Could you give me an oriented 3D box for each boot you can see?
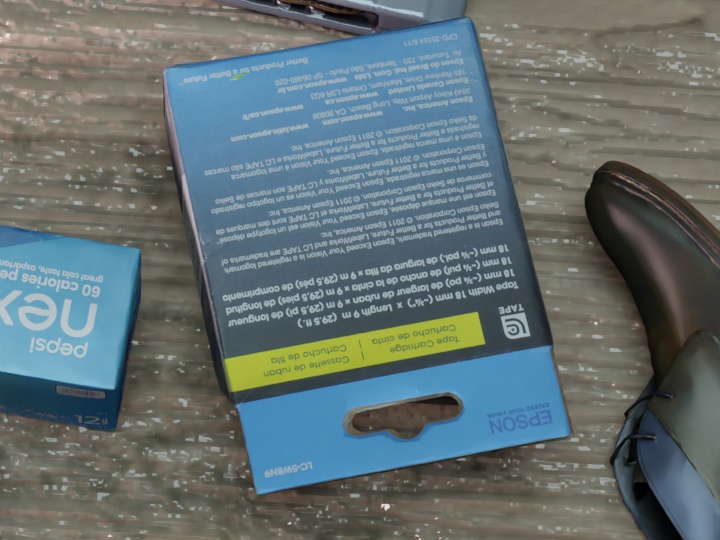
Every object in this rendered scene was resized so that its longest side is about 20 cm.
[{"bbox_3d":[0.139,0.050,1.281,0.097,0.075,0.200,-33,78,-18],"label":"boot"}]

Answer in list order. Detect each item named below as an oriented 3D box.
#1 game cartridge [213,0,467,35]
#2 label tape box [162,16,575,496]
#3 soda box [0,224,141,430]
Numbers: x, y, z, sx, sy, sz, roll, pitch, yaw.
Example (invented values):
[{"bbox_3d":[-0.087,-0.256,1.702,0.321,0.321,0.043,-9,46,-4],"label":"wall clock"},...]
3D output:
[{"bbox_3d":[-0.038,-0.186,1.372,0.199,0.042,0.134,12,74,0],"label":"game cartridge"},{"bbox_3d":[0.000,0.000,1.293,0.144,0.063,0.201,-10,72,-8],"label":"label tape box"},{"bbox_3d":[-0.198,0.014,1.273,0.199,0.064,0.068,10,70,-2],"label":"soda box"}]
